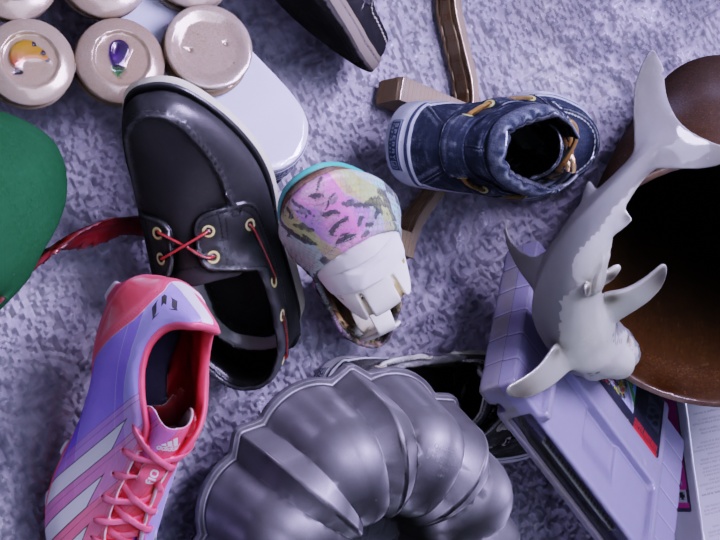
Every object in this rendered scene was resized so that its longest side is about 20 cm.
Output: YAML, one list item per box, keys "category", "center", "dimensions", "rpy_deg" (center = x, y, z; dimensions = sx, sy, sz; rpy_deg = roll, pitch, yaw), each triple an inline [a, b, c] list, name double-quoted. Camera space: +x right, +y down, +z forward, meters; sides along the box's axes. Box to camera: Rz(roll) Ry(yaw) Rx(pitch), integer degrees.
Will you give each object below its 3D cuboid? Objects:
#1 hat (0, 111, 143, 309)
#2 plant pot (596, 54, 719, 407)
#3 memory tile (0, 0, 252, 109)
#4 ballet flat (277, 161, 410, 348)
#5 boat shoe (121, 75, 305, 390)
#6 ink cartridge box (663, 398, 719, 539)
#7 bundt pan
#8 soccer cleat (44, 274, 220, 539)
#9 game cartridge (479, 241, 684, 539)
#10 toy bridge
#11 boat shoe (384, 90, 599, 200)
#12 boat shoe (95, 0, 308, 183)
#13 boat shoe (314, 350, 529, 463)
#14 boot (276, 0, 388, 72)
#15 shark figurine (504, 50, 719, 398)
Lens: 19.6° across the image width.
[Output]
- category: "hat"
  center: [-0.155, -0.049, 1.070]
  dimensions: [0.176, 0.200, 0.166]
  rpy_deg: [-19, 107, -21]
- category: "plant pot"
  center: [0.230, -0.048, 1.333]
  dimensions: [0.187, 0.187, 0.200]
  rpy_deg: [44, 30, -23]
- category: "memory tile"
  center: [-0.163, -0.160, 1.129]
  dimensions: [0.199, 0.017, 0.154]
  rpy_deg: [-5, 76, -20]
- category: "ballet flat"
  center: [0.000, 0.000, 1.175]
  dimensions: [0.069, 0.200, 0.071]
  rpy_deg: [-25, 73, -2]
- category: "boat shoe"
  center: [-0.082, -0.018, 1.145]
  dimensions: [0.063, 0.073, 0.202]
  rpy_deg: [-74, 153, -44]
- category: "ink cartridge box"
  center: [0.252, 0.128, 1.423]
  dimensions: [0.095, 0.037, 0.201]
  rpy_deg: [-8, 88, -35]
- category: "bundt pan"
  center: [0.006, 0.160, 1.191]
  dimensions: [0.201, 0.076, 0.202]
  rpy_deg: [-9, 109, -26]
- category: "soccer cleat"
  center: [-0.121, 0.100, 1.118]
  dimensions: [0.067, 0.076, 0.201]
  rpy_deg: [5, 106, -35]
- category: "game cartridge"
  center: [0.144, 0.090, 1.302]
  dimensions: [0.200, 0.038, 0.130]
  rpy_deg: [51, 39, -31]
- category: "toy bridge"
  center: [0.042, -0.103, 1.305]
  dimensions: [0.067, 0.027, 0.201]
  rpy_deg: [19, 75, -34]
- category: "boat shoe"
  center: [0.110, -0.073, 1.287]
  dimensions: [0.200, 0.091, 0.071]
  rpy_deg: [-7, 102, -50]
- category: "boat shoe"
  center: [-0.106, -0.129, 1.184]
  dimensions: [0.072, 0.068, 0.200]
  rpy_deg: [-39, 88, -24]
- category: "boat shoe"
  center: [0.067, 0.084, 1.282]
  dimensions: [0.200, 0.064, 0.071]
  rpy_deg: [2, 85, -34]
- category: "boot"
  center: [0.005, -0.219, 1.204]
  dimensions: [0.151, 0.073, 0.200]
  rpy_deg: [-50, 143, -10]
- category: "shark figurine"
  center: [0.121, -0.014, 1.197]
  dimensions: [0.128, 0.090, 0.215]
  rpy_deg: [-21, 140, -29]
